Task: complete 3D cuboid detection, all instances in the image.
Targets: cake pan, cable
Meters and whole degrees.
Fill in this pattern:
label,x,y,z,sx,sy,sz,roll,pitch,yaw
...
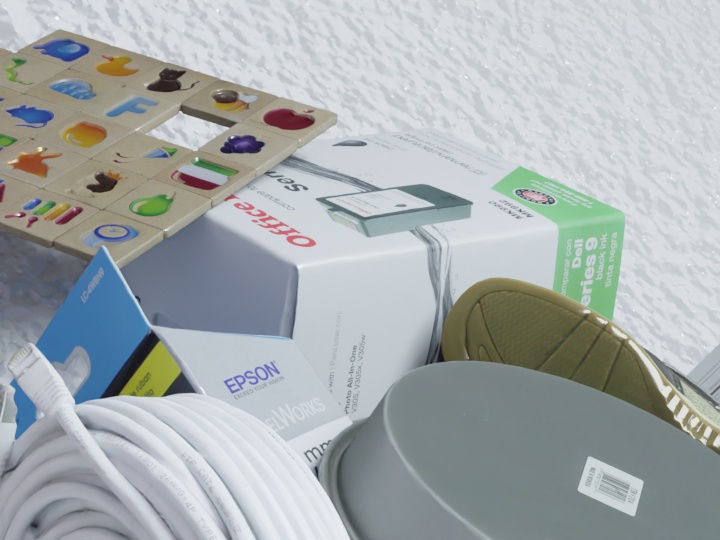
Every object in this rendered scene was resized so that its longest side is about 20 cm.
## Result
label,x,y,z,sx,sy,sz,roll,pitch,yaw
cake pan,0.083,0.094,0.851,0.199,0.037,0.200,20,21,-8
cable,-0.072,0.145,0.839,0.069,0.201,0.200,-8,29,-40

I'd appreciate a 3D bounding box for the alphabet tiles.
label,x,y,z,sx,sy,sz,roll,pitch,yaw
alphabet tiles,-0.138,-0.063,1.035,0.199,0.008,0.167,18,34,28

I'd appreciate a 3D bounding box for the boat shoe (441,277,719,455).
label,x,y,z,sx,sy,sz,roll,pitch,yaw
boat shoe,0.122,0.076,0.982,0.200,0.072,0.066,33,-1,8

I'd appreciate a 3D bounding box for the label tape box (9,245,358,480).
label,x,y,z,sx,sy,sz,roll,pitch,yaw
label tape box,-0.058,0.101,0.927,0.066,0.143,0.200,-19,67,-43

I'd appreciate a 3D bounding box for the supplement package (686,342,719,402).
label,x,y,z,sx,sy,sz,roll,pitch,yaw
supplement package,0.276,0.114,1.145,0.151,0.151,0.201,3,53,-34

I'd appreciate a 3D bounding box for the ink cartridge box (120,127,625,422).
label,x,y,z,sx,sy,sz,roll,pitch,yaw
ink cartridge box,0.000,0.000,1.053,0.199,0.084,0.146,-9,25,-40
